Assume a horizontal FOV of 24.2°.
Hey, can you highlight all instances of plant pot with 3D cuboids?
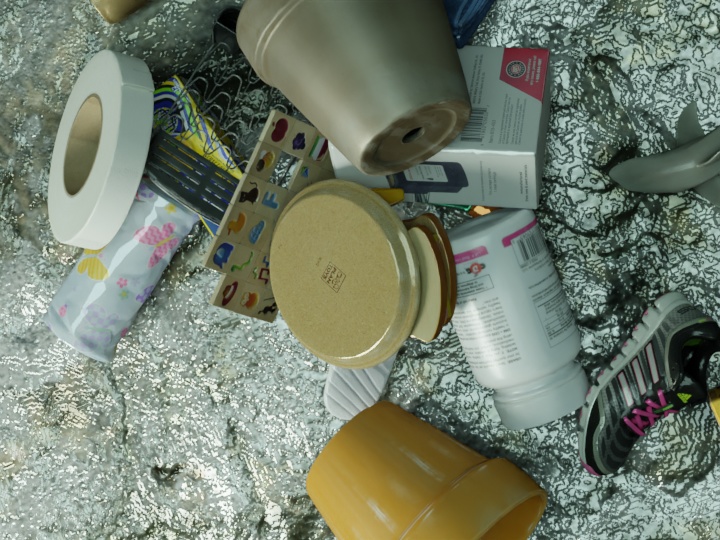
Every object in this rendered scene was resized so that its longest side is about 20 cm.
[{"bbox_3d":[0.051,0.234,1.655,0.183,0.200,0.200,41,99,21],"label":"plant pot"},{"bbox_3d":[0.011,-0.188,1.532,0.200,0.200,0.174,-32,70,10],"label":"plant pot"}]

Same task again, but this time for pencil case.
[{"bbox_3d":[-0.244,-0.003,1.737,0.083,0.091,0.200,39,100,42],"label":"pencil case"}]

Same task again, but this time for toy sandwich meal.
[{"bbox_3d":[0.000,0.000,1.623,0.205,0.070,0.206,9,105,37],"label":"toy sandwich meal"}]

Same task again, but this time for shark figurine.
[{"bbox_3d":[0.354,-0.142,1.628,0.128,0.089,0.215,36,100,5],"label":"shark figurine"}]

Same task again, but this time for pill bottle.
[{"bbox_3d":[0.149,0.047,1.651,0.113,0.113,0.200,-20,98,10],"label":"pill bottle"}]

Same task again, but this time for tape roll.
[{"bbox_3d":[-0.263,-0.122,1.689,0.037,0.203,0.203,13,96,-27],"label":"tape roll"}]

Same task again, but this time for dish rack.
[{"bbox_3d":[-0.121,-0.145,1.672,0.153,0.055,0.200,32,66,-7],"label":"dish rack"}]

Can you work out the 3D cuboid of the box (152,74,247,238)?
[{"bbox_3d":[-0.152,-0.100,1.726,0.064,0.070,0.200,-35,86,9],"label":"box"}]

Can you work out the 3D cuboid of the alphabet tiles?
[{"bbox_3d":[-0.077,-0.047,1.671,0.008,0.167,0.200,28,95,36],"label":"alphabet tiles"}]

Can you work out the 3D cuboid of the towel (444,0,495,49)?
[{"bbox_3d":[0.106,-0.326,1.654,0.112,0.049,0.200,27,84,27],"label":"towel"}]

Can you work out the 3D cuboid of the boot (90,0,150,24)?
[{"bbox_3d":[-0.220,-0.379,1.729,0.200,0.066,0.175,-29,87,11],"label":"boot"}]

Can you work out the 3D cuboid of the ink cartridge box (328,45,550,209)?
[{"bbox_3d":[0.081,-0.144,1.643,0.199,0.084,0.145,4,52,10],"label":"ink cartridge box"}]

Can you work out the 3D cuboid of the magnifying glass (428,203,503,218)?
[{"bbox_3d":[0.099,-0.080,1.708,0.200,0.022,0.080,35,98,6],"label":"magnifying glass"}]

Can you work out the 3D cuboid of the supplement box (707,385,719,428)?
[{"bbox_3d":[0.442,0.120,1.611,0.200,0.110,0.086,-24,87,10],"label":"supplement box"}]

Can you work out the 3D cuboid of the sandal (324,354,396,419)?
[{"bbox_3d":[0.009,0.050,1.707,0.079,0.059,0.207,19,104,-18],"label":"sandal"}]

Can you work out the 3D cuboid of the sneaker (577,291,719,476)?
[{"bbox_3d":[0.287,0.117,1.629,0.087,0.074,0.200,26,79,45],"label":"sneaker"}]
